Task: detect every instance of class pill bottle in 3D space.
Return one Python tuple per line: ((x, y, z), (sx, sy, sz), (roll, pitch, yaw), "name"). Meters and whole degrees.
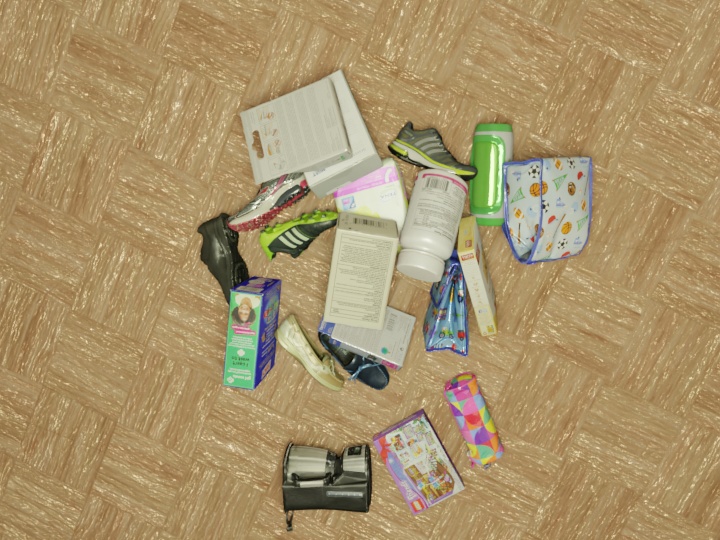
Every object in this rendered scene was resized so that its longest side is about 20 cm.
((0.141, -0.089, 1.258), (0.111, 0.114, 0.204), (16, 77, 1), "pill bottle")

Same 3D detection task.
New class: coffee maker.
((-0.071, 0.486, 1.417), (0.195, 0.136, 0.196), (1, 122, 5), "coffee maker")

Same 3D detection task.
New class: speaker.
((0.272, -0.198, 1.297), (0.086, 0.089, 0.205), (1, 99, 3), "speaker")

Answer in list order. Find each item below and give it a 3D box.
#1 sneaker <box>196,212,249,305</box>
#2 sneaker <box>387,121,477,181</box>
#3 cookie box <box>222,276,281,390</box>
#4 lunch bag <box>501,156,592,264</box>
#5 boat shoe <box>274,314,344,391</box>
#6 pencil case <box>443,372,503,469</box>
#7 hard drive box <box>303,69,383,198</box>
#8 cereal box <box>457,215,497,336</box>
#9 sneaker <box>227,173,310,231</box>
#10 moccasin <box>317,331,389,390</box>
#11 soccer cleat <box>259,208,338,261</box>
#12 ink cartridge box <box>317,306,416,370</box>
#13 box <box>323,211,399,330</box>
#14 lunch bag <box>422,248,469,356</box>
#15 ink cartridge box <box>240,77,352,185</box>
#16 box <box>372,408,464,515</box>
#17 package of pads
((-0.304, -0.018, 1.374), (0.089, 0.076, 0.205), (-13, 85, 18), "sneaker")
((0.155, -0.246, 1.288), (0.197, 0.074, 0.082), (27, 93, 16), "sneaker")
((-0.229, 0.129, 1.338), (0.073, 0.171, 0.205), (7, 99, 5), "cookie box")
((0.375, -0.121, 1.256), (0.167, 0.123, 0.205), (-9, 97, -31), "lunch bag")
((-0.102, 0.185, 1.385), (0.063, 0.073, 0.201), (-44, 96, 6), "boat shoe")
((0.249, 0.332, 1.383), (0.087, 0.088, 0.204), (-20, 95, 7), "pencil case")
((-0.062, -0.277, 1.277), (0.153, 0.077, 0.204), (-24, 74, 8), "hard drive box")
((0.240, 0.010, 1.272), (0.039, 0.145, 0.203), (-11, 119, 17), "cereal box")
((-0.202, -0.152, 1.345), (0.198, 0.081, 0.076), (-33, 81, 0), "sneaker")
((-0.022, 0.201, 1.386), (0.198, 0.068, 0.081), (36, 99, -2), "moccasin")
((-0.126, -0.075, 1.347), (0.196, 0.068, 0.082), (-14, 111, 23), "soccer cleat")
((0.013, 0.124, 1.357), (0.196, 0.042, 0.121), (23, 61, -2), "ink cartridge box")
((0.000, 0.000, 1.270), (0.125, 0.109, 0.204), (9, 113, -4), "box")
((0.188, 0.056, 1.308), (0.092, 0.151, 0.205), (7, 99, 2), "lunch bag")
((-0.126, -0.267, 1.230), (0.196, 0.050, 0.165), (-19, 75, 14), "ink cartridge box")
((0.133, 0.437, 1.427), (0.135, 0.039, 0.203), (-28, 96, 7), "box")
((0.031, -0.127, 1.333), (0.151, 0.068, 0.205), (-13, 98, 7), "package of pads")
